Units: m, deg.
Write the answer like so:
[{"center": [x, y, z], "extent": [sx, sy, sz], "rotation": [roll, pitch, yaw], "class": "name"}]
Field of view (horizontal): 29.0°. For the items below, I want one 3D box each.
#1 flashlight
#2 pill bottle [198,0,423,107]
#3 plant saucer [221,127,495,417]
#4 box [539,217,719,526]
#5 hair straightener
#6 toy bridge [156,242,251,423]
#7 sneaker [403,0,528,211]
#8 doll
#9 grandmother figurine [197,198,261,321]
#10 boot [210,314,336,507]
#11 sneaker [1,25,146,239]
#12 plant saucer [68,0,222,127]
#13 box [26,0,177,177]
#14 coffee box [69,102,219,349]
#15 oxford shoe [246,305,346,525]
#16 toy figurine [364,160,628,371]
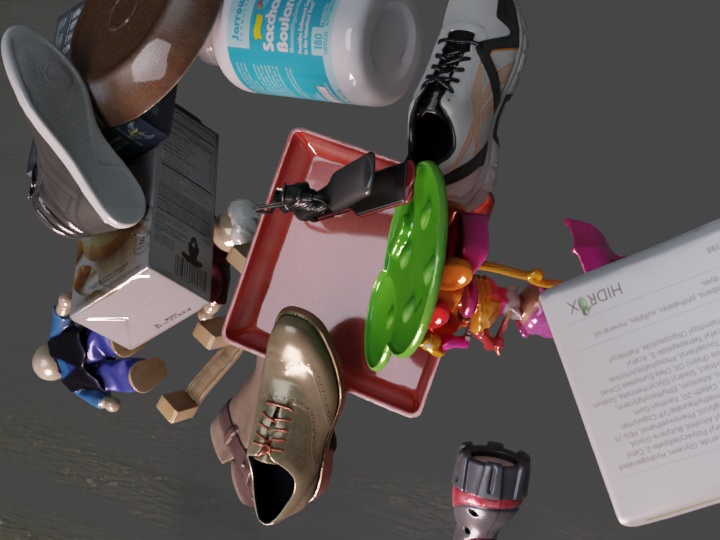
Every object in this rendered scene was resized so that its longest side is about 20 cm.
[{"center": [0.099, 0.249, 1.177], "extent": [0.068, 0.068, 0.202], "rotation": [13, 101, 31], "class": "flashlight"}, {"center": [-0.053, -0.206, 1.214], "extent": [0.199, 0.111, 0.112], "rotation": [10, 100, 34], "class": "pill bottle"}, {"center": [0.000, 0.000, 1.204], "extent": [0.199, 0.037, 0.201], "rotation": [20, 92, 21], "class": "plant saucer"}, {"center": [0.270, 0.053, 0.954], "extent": [0.199, 0.198, 0.172], "rotation": [-23, 82, 34], "class": "box"}, {"center": [-0.035, -0.067, 1.123], "extent": [0.200, 0.076, 0.041], "rotation": [-3, 78, 62], "class": "hair straightener"}, {"center": [-0.128, 0.056, 1.318], "extent": [0.027, 0.067, 0.201], "rotation": [40, 117, 25], "class": "toy bridge"}, {"center": [0.083, -0.151, 1.127], "extent": [0.073, 0.080, 0.202], "rotation": [2, 80, 35], "class": "sneaker"}, {"center": [-0.277, 0.086, 1.424], "extent": [0.199, 0.048, 0.137], "rotation": [-9, 109, 51], "class": "doll"}, {"center": [-0.163, -0.010, 1.345], "extent": [0.199, 0.060, 0.122], "rotation": [-30, 84, 36], "class": "grandmother figurine"}, {"center": [-0.092, 0.122, 1.306], "extent": [0.146, 0.070, 0.201], "rotation": [-32, 64, 45], "class": "boot"}, {"center": [-0.276, -0.112, 1.233], "extent": [0.099, 0.071, 0.201], "rotation": [-25, 98, 43], "class": "sneaker"}, {"center": [-0.202, -0.225, 1.250], "extent": [0.200, 0.037, 0.202], "rotation": [-24, 51, 34], "class": "plant saucer"}, {"center": [-0.239, -0.189, 1.330], "extent": [0.157, 0.051, 0.201], "rotation": [-24, 50, 35], "class": "box"}, {"center": [-0.199, -0.045, 1.297], "extent": [0.114, 0.080, 0.201], "rotation": [-29, 46, 32], "class": "coffee box"}, {"center": [-0.059, 0.128, 1.173], "extent": [0.070, 0.075, 0.201], "rotation": [13, 121, 24], "class": "oxford shoe"}, {"center": [0.116, 0.019, 1.091], "extent": [0.200, 0.183, 0.151], "rotation": [115, 159, -49], "class": "toy figurine"}]
